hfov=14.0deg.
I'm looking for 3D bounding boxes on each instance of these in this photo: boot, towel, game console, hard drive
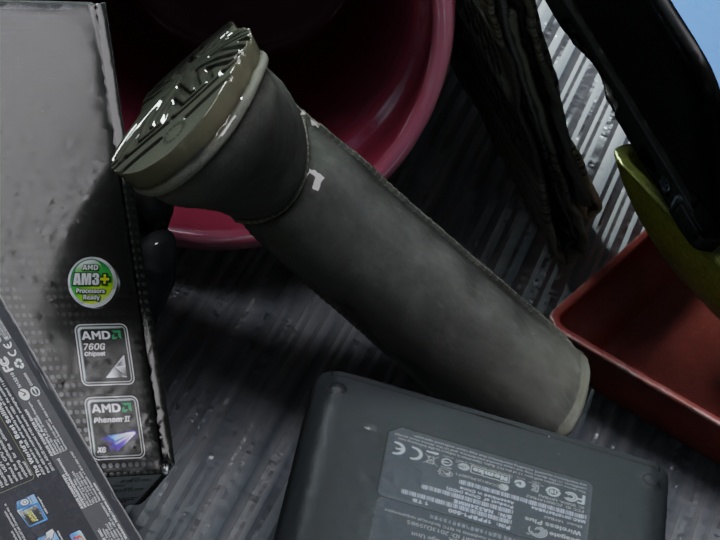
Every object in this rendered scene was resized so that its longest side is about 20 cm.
[{"bbox_3d":[0.002,-0.001,1.101,0.200,0.073,0.182,50,13,-9],"label":"boot"},{"bbox_3d":[0.054,-0.126,1.290,0.034,0.193,0.200,-21,44,-3],"label":"towel"},{"bbox_3d":[0.138,-0.120,1.190,0.176,0.116,0.200,-8,57,-32],"label":"game console"},{"bbox_3d":[0.035,0.121,1.019,0.139,0.033,0.200,17,34,-2],"label":"hard drive"}]

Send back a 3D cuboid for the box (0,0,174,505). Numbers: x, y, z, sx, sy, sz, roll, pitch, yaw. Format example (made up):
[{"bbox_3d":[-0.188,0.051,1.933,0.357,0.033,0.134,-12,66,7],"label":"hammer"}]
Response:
[{"bbox_3d":[-0.178,-0.006,1.060,0.199,0.048,0.194,0,69,-22],"label":"box"}]

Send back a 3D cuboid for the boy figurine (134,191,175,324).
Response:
[{"bbox_3d":[-0.174,-0.026,1.136,0.199,0.064,0.125,12,57,-16],"label":"boy figurine"}]

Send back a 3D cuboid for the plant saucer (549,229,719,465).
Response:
[{"bbox_3d":[0.202,0.043,1.245,0.200,0.037,0.200,30,37,18],"label":"plant saucer"}]

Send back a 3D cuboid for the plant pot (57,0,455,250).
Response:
[{"bbox_3d":[-0.057,-0.129,1.247,0.199,0.200,0.179,16,20,-2],"label":"plant pot"}]

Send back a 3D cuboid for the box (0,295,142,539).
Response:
[{"bbox_3d":[-0.163,0.078,0.955,0.161,0.049,0.200,-23,77,-44],"label":"box"}]

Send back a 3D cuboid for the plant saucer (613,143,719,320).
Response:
[{"bbox_3d":[0.229,0.013,1.225,0.200,0.048,0.200,-10,44,-33],"label":"plant saucer"}]
